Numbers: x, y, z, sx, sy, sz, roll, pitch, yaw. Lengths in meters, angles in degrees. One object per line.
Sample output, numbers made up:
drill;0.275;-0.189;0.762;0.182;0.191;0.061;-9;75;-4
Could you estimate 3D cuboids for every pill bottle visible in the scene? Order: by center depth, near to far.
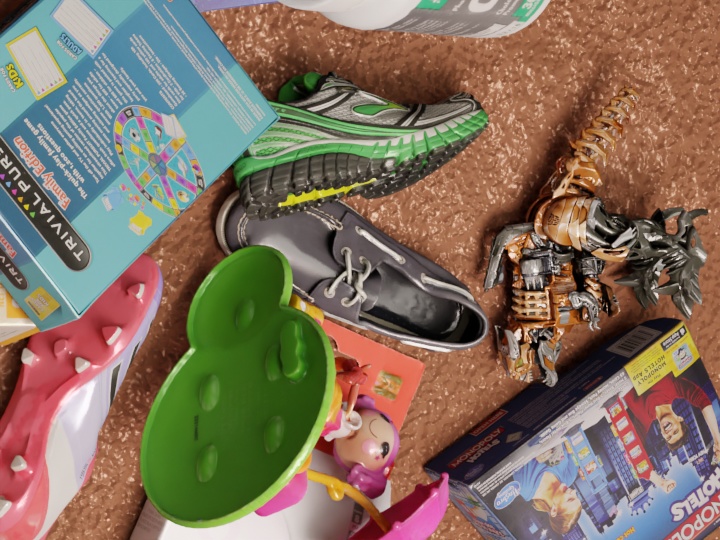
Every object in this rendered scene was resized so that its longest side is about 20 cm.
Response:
pill bottle;0.028;-0.202;1.721;0.200;0.113;0.113;-3;101;-52

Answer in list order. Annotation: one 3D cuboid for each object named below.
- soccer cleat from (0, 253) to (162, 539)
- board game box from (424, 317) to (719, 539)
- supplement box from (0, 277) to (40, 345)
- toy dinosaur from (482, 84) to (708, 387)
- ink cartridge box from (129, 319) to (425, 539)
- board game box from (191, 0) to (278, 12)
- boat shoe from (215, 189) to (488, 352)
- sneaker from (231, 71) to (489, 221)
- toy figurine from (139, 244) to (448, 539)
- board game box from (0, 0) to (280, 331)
soccer cleat;-0.178;0.081;1.723;0.200;0.067;0.076;-62;152;-13
board game box;0.172;0.165;1.932;0.200;0.062;0.200;-35;115;-21
supplement box;-0.283;-0.023;1.611;0.200;0.074;0.126;0;80;-30
toy dinosaur;0.157;-0.018;1.880;0.136;0.102;0.200;15;112;-15
ink cartridge box;-0.046;0.131;1.808;0.163;0.057;0.200;25;90;-31
board game box;-0.088;-0.262;1.724;0.135;0.034;0.200;-10;103;-28
boat shoe;0.000;0.000;1.803;0.200;0.063;0.073;27;87;-29
sneaker;0.000;-0.094;1.780;0.200;0.078;0.085;-11;75;-40
toy figurine;-0.023;0.109;1.759;0.184;0.150;0.200;38;37;-40
board game box;-0.160;-0.086;1.630;0.151;0.047;0.200;53;54;-14
